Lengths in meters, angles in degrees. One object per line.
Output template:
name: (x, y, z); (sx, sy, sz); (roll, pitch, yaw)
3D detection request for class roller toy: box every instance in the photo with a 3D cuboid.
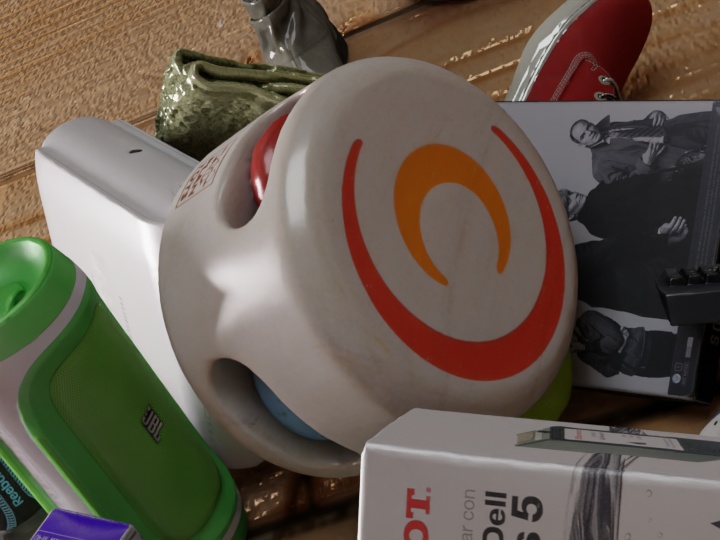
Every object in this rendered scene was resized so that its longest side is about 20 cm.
roller toy: (0.000, 0.000, 0.806); (0.182, 0.202, 0.139); (-8, -12, -42)

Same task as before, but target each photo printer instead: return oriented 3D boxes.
photo printer: (-0.107, 0.013, 0.941); (0.069, 0.168, 0.200); (-24, 30, -25)

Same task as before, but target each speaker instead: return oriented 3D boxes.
speaker: (-0.135, 0.080, 0.842); (0.088, 0.201, 0.089); (-20, 35, 15)

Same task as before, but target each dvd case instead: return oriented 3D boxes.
dvd case: (0.103, -0.015, 0.868); (0.199, 0.025, 0.152); (5, 81, 42)

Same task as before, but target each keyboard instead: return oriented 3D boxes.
keyboard: (0.231, 0.005, 0.724); (0.198, 0.021, 0.127); (-6, 13, 6)

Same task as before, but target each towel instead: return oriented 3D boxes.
towel: (-0.051, -0.075, 0.972); (0.200, 0.147, 0.037); (136, 144, -72)

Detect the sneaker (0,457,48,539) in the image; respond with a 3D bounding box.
sneaker: (-0.230, 0.093, 1.006); (0.073, 0.082, 0.200); (-42, 34, -13)

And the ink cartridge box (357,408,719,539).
ink cartridge box: (0.099, 0.134, 0.582); (0.198, 0.147, 0.084); (4, 5, 15)

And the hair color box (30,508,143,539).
hair color box: (-0.150, 0.222, 0.755); (0.064, 0.110, 0.201); (5, 49, 40)

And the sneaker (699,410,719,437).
sneaker: (0.179, 0.099, 0.700); (0.088, 0.076, 0.200); (-11, 30, 40)

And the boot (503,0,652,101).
boot: (0.146, -0.080, 0.946); (0.144, 0.072, 0.201); (14, 63, 46)

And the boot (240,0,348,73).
boot: (-0.056, -0.162, 1.148); (0.067, 0.131, 0.201); (-25, 34, 10)
